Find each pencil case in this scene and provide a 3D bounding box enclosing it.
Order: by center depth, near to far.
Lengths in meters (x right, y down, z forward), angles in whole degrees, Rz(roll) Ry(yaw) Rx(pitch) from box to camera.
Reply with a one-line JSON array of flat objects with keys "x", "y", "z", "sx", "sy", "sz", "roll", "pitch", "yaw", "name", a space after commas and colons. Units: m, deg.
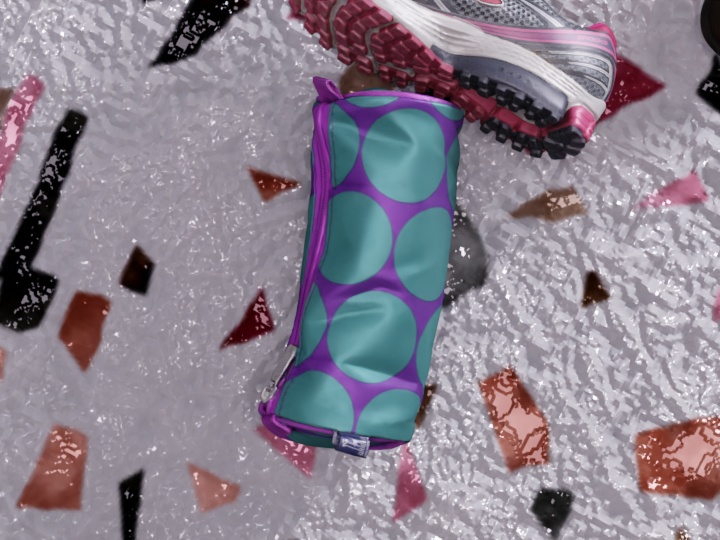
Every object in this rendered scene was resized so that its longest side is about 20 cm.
[{"x": 0.000, "y": 0.000, "z": 1.639, "sx": 0.092, "sy": 0.085, "sz": 0.200, "roll": 10, "pitch": 88, "yaw": -27, "name": "pencil case"}]

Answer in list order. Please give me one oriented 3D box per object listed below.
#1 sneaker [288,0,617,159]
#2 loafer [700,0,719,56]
[{"x": 0.046, "y": -0.137, "z": 1.654, "sx": 0.200, "sy": 0.081, "sz": 0.075, "roll": 29, "pitch": 67, "yaw": -5, "name": "sneaker"}, {"x": 0.261, "y": -0.203, "z": 1.657, "sx": 0.073, "sy": 0.071, "sz": 0.200, "roll": 28, "pitch": 88, "yaw": -1, "name": "loafer"}]
